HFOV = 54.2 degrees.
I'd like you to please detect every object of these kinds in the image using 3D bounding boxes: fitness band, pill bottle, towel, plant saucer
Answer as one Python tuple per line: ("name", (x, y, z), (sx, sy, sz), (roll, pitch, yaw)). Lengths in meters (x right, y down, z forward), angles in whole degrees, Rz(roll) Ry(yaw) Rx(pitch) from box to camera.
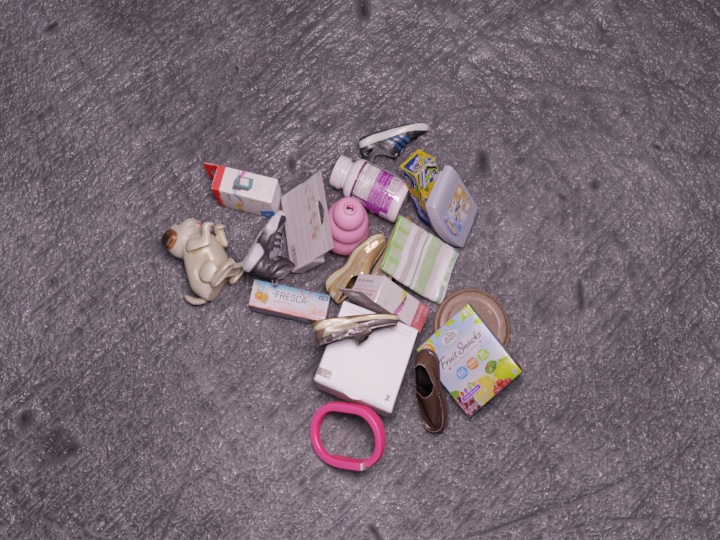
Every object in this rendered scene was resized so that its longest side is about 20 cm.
("fitness band", (-0.032, 0.379, 1.616), (0.195, 0.037, 0.149), (0, 92, 33))
("pill bottle", (0.023, -0.213, 1.790), (0.196, 0.113, 0.114), (27, 75, 7))
("towel", (0.149, -0.025, 1.731), (0.197, 0.030, 0.153), (29, 72, -28))
("plant saucer", (0.277, 0.142, 1.740), (0.193, 0.030, 0.207), (0, 75, -2))

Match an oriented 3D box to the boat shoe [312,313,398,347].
("boat shoe", (-0.008, 0.134, 1.584), (0.193, 0.073, 0.067), (-7, 84, 0))

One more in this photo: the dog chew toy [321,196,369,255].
("dog chew toy", (-0.033, -0.115, 1.713), (0.120, 0.200, 0.129), (2, 74, -6))

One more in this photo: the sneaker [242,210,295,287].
("sneaker", (-0.207, -0.049, 1.735), (0.113, 0.075, 0.203), (37, 49, -14))

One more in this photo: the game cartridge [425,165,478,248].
("game cartridge", (0.228, -0.147, 1.739), (0.041, 0.200, 0.136), (9, 68, 35))

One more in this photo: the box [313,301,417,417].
("box", (0.014, 0.212, 1.661), (0.194, 0.131, 0.205), (21, 75, 4))

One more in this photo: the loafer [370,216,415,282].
("loafer", (0.093, -0.036, 1.759), (0.066, 0.076, 0.204), (25, 85, 23))

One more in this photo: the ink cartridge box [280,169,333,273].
("ink cartridge box", (-0.121, -0.118, 1.737), (0.044, 0.174, 0.206), (4, 69, -43))

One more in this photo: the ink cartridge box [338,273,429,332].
("ink cartridge box", (0.055, 0.068, 1.661), (0.198, 0.115, 0.069), (35, 73, -31))

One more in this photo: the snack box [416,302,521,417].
("snack box", (0.257, 0.210, 1.668), (0.168, 0.068, 0.201), (-42, 81, 10))

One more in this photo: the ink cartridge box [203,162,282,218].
("ink cartridge box", (-0.303, -0.201, 1.778), (0.194, 0.117, 0.069), (13, 74, 3))

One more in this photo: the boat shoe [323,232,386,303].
("boat shoe", (0.000, 0.000, 1.727), (0.200, 0.071, 0.077), (-47, 56, 13))

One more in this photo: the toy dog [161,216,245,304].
("toy dog", (-0.395, -0.039, 1.736), (0.201, 0.139, 0.195), (47, 115, 10))

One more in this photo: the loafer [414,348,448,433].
("loafer", (0.153, 0.289, 1.640), (0.071, 0.071, 0.206), (-6, 102, 32))

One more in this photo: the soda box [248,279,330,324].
("soda box", (-0.173, 0.081, 1.729), (0.194, 0.064, 0.070), (13, 74, 2))

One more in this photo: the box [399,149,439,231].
("box", (0.165, -0.195, 1.742), (0.070, 0.202, 0.064), (-41, 47, -13))

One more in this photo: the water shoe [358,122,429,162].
("water shoe", (0.091, -0.336, 1.860), (0.194, 0.072, 0.081), (-16, 102, -7))
